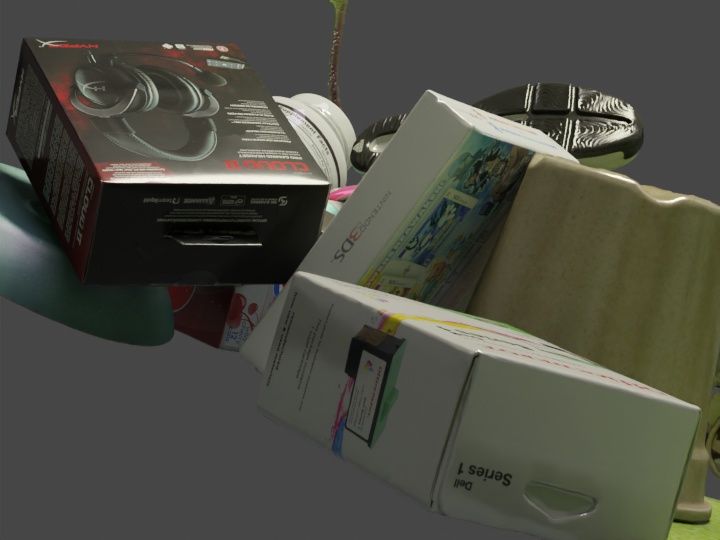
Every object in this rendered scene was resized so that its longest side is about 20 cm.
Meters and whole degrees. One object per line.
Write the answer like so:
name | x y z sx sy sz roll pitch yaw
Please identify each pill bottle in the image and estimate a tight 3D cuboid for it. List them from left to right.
pill bottle | -0.086 -0.066 1.955 0.112 0.113 0.200 18 36 24

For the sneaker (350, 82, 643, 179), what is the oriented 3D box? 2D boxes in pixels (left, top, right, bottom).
sneaker | 0.103 -0.057 1.666 0.199 0.076 0.116 -6 -47 20

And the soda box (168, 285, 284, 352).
soda box | -0.124 0.001 1.685 0.063 0.070 0.200 11 7 -42

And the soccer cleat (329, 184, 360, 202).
soccer cleat | 0.046 -0.024 1.773 0.199 0.070 0.086 5 6 -20

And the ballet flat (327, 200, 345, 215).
ballet flat | 0.000 0.000 1.671 0.200 0.070 0.067 46 -31 7

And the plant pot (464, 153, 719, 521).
plant pot | 0.144 0.034 1.495 0.199 0.184 0.200 17 3 -1

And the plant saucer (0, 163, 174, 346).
plant saucer | -0.197 -0.020 1.534 0.199 0.036 0.200 29 12 -6

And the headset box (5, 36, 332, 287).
headset box | -0.117 -0.063 1.506 0.148 0.078 0.200 0 32 -24

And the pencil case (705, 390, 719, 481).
pencil case | 0.297 0.118 1.723 0.090 0.078 0.200 57 15 12

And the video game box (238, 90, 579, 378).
video game box | 0.033 -0.009 1.526 0.047 0.200 0.182 41 12 21

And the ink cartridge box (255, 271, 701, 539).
ink cartridge box | 0.058 0.072 1.267 0.144 0.084 0.200 15 4 -29

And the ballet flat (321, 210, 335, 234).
ballet flat | -0.094 -0.036 1.603 0.199 0.047 0.067 17 10 5

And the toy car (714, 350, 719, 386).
toy car | 0.168 0.021 1.690 0.174 0.151 0.200 10 -34 -23
